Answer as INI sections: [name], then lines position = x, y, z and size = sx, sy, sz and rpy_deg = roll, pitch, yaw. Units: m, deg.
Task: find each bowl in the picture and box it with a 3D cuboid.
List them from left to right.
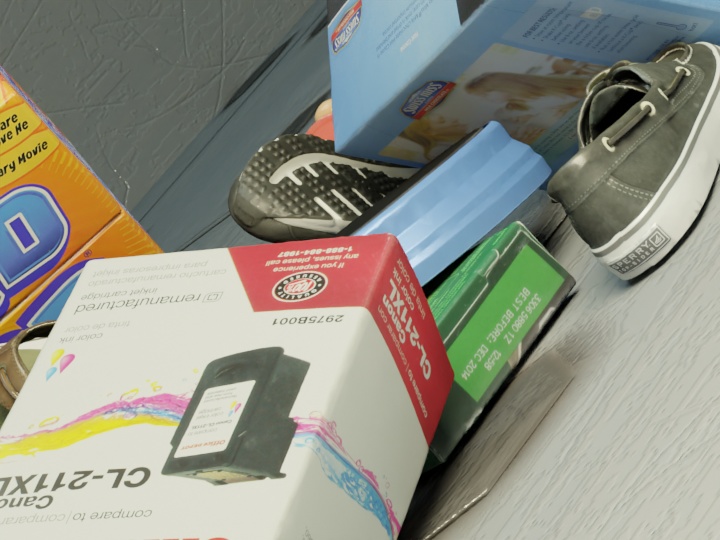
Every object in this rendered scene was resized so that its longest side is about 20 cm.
[bowl]
position = 0.000, 0.000, 1.330
size = 0.201, 0.039, 0.201
rpy_deg = -38, 2, 1

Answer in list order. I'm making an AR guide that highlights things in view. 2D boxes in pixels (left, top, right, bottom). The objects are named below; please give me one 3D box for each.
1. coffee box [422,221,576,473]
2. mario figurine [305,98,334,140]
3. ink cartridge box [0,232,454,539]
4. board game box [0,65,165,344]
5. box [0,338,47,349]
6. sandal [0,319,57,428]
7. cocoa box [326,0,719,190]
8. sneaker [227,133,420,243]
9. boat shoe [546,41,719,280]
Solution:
[coffee box]
position = 0.007, 0.059, 1.279
size = 0.123, 0.044, 0.200
rpy_deg = -51, 10, -34
[mario figurine]
position = 0.011, -0.093, 1.755
size = 0.200, 0.106, 0.124
rpy_deg = -46, -31, -66
[ink cartridge box]
position = -0.063, 0.083, 1.088
size = 0.146, 0.083, 0.200
rpy_deg = -5, 37, 22
[board game box]
position = -0.238, -0.013, 1.470
size = 0.200, 0.200, 0.200
rpy_deg = -42, 43, -2
[box]
position = -0.180, 0.097, 1.382
size = 0.060, 0.200, 0.117
rpy_deg = -115, 20, -45
[sandal]
position = -0.127, 0.049, 1.279
size = 0.201, 0.057, 0.080
rpy_deg = -1, 32, 37
[cocoa box]
position = 0.082, -0.143, 1.368
size = 0.200, 0.133, 0.131
rpy_deg = -42, 45, 54
[sneaker]
position = -0.005, -0.026, 1.533
size = 0.200, 0.074, 0.080
rpy_deg = -4, -43, -53
[boat shoe]
position = 0.125, -0.064, 1.226
size = 0.069, 0.057, 0.200
rpy_deg = -43, 9, 26
